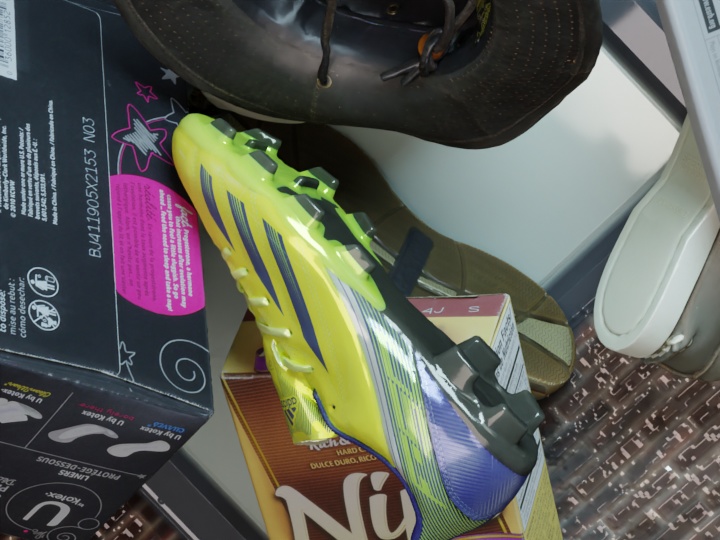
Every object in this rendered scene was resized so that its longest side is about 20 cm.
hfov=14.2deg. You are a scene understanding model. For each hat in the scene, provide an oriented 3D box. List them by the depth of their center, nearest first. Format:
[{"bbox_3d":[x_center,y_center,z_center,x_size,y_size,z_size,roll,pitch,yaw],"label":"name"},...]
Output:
[{"bbox_3d":[0.002,-0.134,1.106,0.199,0.081,0.201,13,149,8],"label":"hat"}]

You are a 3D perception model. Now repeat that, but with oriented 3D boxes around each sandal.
[{"bbox_3d":[0.000,0.000,1.244,0.199,0.080,0.054,34,134,-1],"label":"sandal"}]

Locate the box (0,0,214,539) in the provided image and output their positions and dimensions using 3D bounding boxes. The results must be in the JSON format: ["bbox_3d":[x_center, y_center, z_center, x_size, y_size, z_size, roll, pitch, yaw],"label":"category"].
[{"bbox_3d":[-0.147,-0.009,1.156,0.132,0.201,0.115,17,137,-29],"label":"box"}]

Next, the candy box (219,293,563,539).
[{"bbox_3d":[0.021,0.104,1.233,0.116,0.057,0.201,-2,126,19],"label":"candy box"}]

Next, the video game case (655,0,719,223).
[{"bbox_3d":[0.212,-0.092,1.122,0.181,0.023,0.201,-21,111,-5],"label":"video game case"}]

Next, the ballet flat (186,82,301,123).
[{"bbox_3d":[0.006,-0.096,1.206,0.199,0.068,0.069,-10,62,24],"label":"ballet flat"}]

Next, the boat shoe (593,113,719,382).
[{"bbox_3d":[0.168,-0.048,1.180,0.060,0.072,0.202,23,102,-25],"label":"boat shoe"}]

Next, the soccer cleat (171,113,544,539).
[{"bbox_3d":[-0.016,0.023,1.127,0.084,0.065,0.200,-46,79,17],"label":"soccer cleat"}]
